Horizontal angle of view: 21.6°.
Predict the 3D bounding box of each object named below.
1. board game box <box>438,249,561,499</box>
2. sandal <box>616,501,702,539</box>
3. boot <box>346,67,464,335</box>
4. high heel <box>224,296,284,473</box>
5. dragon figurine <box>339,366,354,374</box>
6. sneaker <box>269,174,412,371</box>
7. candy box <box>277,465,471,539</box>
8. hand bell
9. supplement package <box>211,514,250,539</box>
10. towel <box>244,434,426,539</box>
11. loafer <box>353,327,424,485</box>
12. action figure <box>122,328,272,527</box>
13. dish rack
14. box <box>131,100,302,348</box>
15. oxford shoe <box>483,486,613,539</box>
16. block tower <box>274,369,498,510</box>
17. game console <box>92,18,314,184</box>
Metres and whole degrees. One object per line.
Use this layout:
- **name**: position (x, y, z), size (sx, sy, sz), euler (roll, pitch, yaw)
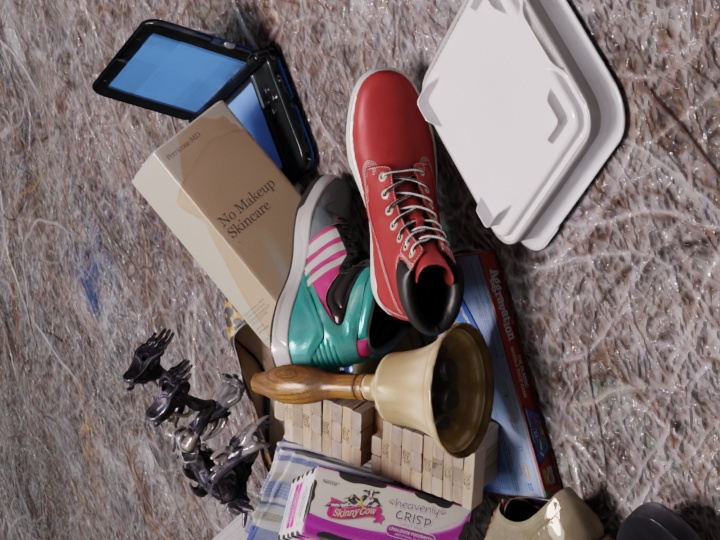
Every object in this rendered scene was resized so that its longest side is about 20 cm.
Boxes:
- **board game box**: position (0.103, 0.084, 1.526), size (0.103, 0.019, 0.202), euler (-6, 101, 62)
- **sandal**: position (0.205, 0.239, 1.378), size (0.076, 0.043, 0.201), euler (35, 145, 17)
- **boot**: position (0.040, -0.055, 1.452), size (0.144, 0.072, 0.202), euler (-148, 49, -78)
- **high heel**: position (-0.085, 0.101, 1.788), size (0.143, 0.071, 0.201), euler (-94, -12, -60)
- **dragon figurine**: position (-0.020, 0.115, 1.741), size (0.099, 0.058, 0.202), euler (15, 118, 60)
- **sneaker**: position (0.000, 0.000, 1.600), size (0.084, 0.120, 0.201), euler (65, -150, -50)
- **candy box**: position (0.008, 0.216, 1.606), size (0.200, 0.135, 0.062), euler (131, 154, -77)
- **hand bell**: position (-0.004, 0.091, 1.507), size (0.198, 0.104, 0.105), euler (1, 110, 32)
- **supplement package**: position (-0.088, 0.351, 1.921), size (0.200, 0.120, 0.122), euler (19, 145, 58)
- **towel**: position (-0.025, 0.220, 1.756), size (0.201, 0.146, 0.024), euler (113, 171, -54)
- **loafer**: position (0.025, 0.098, 1.633), size (0.201, 0.067, 0.076), euler (62, 152, 20)
- **action figure**: position (-0.134, 0.148, 1.743), size (0.119, 0.102, 0.201), euler (41, 165, 48)
- **dish rack**: position (0.105, -0.120, 1.368), size (0.173, 0.043, 0.200), euler (63, 152, 20)
- **box**: position (-0.104, -0.041, 1.700), size (0.200, 0.095, 0.078), euler (49, 152, -2)
- **oxford shoe**: position (0.128, 0.215, 1.503), size (0.200, 0.070, 0.075), euler (-29, 86, 53)
- **block tower**: position (0.024, 0.132, 1.555), size (0.199, 0.058, 0.055), euler (19, 122, 32)
- **game console**: position (-0.150, -0.137, 1.769), size (0.200, 0.117, 0.172), euler (-31, 78, 64)
